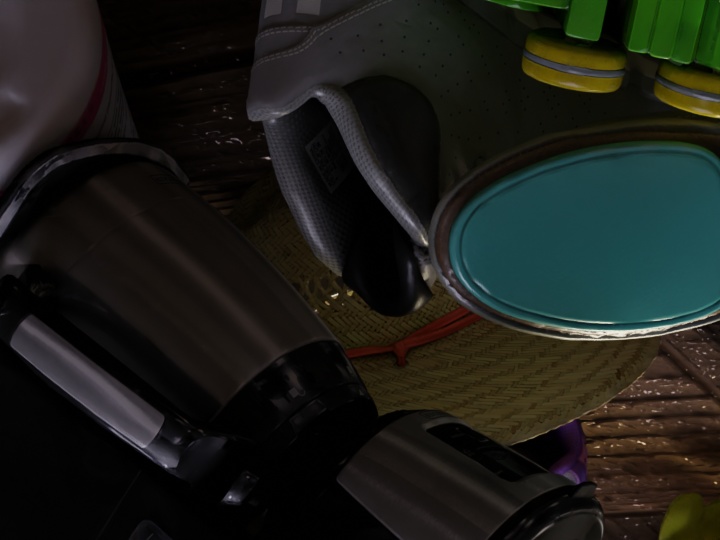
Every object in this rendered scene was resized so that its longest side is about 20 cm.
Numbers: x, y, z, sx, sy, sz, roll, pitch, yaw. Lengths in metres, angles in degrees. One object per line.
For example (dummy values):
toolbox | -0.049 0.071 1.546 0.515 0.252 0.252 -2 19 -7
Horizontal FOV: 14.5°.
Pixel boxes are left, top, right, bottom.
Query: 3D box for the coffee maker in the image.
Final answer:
coffee maker | -0.049 0.089 0.877 0.200 0.135 0.192 40 125 21

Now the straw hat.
straw hat | 0.000 0.000 0.991 0.200 0.201 0.085 -2 109 28

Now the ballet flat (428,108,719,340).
ballet flat | 0.113 -0.022 0.862 0.199 0.068 0.064 -9 -163 -10

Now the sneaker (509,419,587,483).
sneaker | 0.008 0.071 1.165 0.199 0.081 0.089 10 151 -10

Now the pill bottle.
pill bottle | -0.128 -0.029 0.961 0.113 0.114 0.200 8 155 9

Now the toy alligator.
toy alligator | 0.060 -0.088 0.829 0.199 0.060 0.054 12 -164 1

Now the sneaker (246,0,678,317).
sneaker | 0.037 -0.027 0.886 0.200 0.116 0.075 28 150 -31

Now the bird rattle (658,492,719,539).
bird rattle | 0.120 0.191 1.165 0.163 0.200 0.113 61 171 -27
